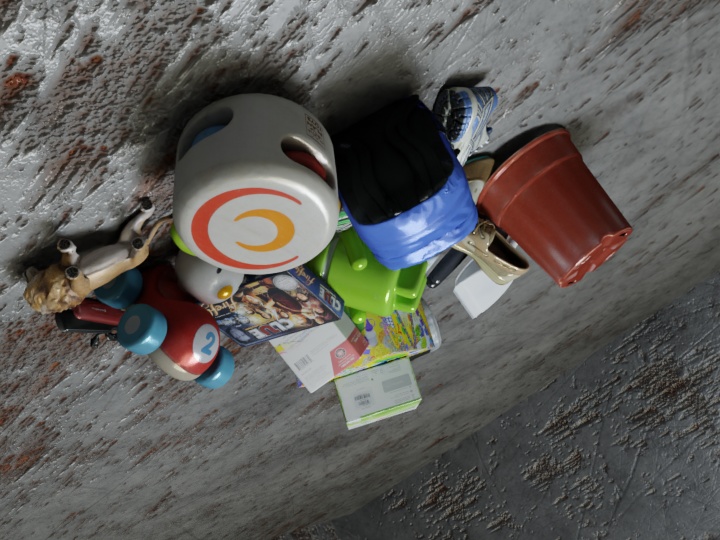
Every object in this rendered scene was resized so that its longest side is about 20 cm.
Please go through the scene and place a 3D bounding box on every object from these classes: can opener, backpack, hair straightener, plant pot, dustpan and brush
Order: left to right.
[{"bbox_3d":[-0.367,0.079,1.225,0.077,0.041,0.200,-36,160,20],"label":"hair straightener"},{"bbox_3d":[0.063,-0.098,1.048,0.162,0.201,0.168,-32,129,7],"label":"backpack"},{"bbox_3d":[0.186,-0.041,1.469,0.200,0.079,0.064,-41,166,-26],"label":"can opener"},{"bbox_3d":[0.249,-0.016,1.483,0.199,0.057,0.140,-37,145,4],"label":"dustpan and brush"},{"bbox_3d":[0.326,-0.092,1.371,0.200,0.196,0.201,-32,160,-13],"label":"plant pot"}]

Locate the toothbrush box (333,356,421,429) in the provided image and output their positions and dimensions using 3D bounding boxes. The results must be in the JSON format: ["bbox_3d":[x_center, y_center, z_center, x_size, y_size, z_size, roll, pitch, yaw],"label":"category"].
[{"bbox_3d":[0.031,0.236,1.584,0.145,0.087,0.200,-17,168,-4],"label":"toothbrush box"}]

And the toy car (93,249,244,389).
[{"bbox_3d":[-0.213,0.027,1.127,0.200,0.177,0.184,-43,143,5],"label":"toy car"}]

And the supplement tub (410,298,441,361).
[{"bbox_3d":[0.053,0.140,1.696,0.199,0.123,0.123,-23,157,-11],"label":"supplement tub"}]

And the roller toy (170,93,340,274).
[{"bbox_3d":[-0.115,-0.099,0.943,0.198,0.141,0.183,0,143,-8],"label":"roller toy"}]

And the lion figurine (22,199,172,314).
[{"bbox_3d":[-0.319,-0.011,1.034,0.199,0.073,0.123,-22,165,-24],"label":"lion figurine"}]

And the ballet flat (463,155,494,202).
[{"bbox_3d":[0.135,-0.117,1.304,0.199,0.073,0.068,-19,155,-19],"label":"ballet flat"}]

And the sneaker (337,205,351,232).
[{"bbox_3d":[-0.054,-0.077,1.174,0.199,0.078,0.085,-16,156,-27],"label":"sneaker"}]

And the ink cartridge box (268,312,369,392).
[{"bbox_3d":[-0.094,0.085,1.381,0.116,0.200,0.068,-36,-175,21],"label":"ink cartridge box"}]

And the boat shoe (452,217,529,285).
[{"bbox_3d":[0.197,-0.059,1.378,0.064,0.200,0.072,-31,-154,49],"label":"boat shoe"}]

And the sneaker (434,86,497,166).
[{"bbox_3d":[0.144,-0.182,1.176,0.085,0.077,0.200,-22,158,-23],"label":"sneaker"}]

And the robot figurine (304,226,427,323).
[{"bbox_3d":[0.000,0.000,1.282,0.199,0.116,0.176,16,150,11],"label":"robot figurine"}]

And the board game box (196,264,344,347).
[{"bbox_3d":[-0.143,0.050,1.253,0.199,0.035,0.135,-18,137,31],"label":"board game box"}]

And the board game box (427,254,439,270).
[{"bbox_3d":[0.052,-0.025,1.449,0.199,0.041,0.200,-11,152,-33],"label":"board game box"}]

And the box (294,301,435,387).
[{"bbox_3d":[-0.002,0.118,1.513,0.199,0.123,0.192,-23,168,25],"label":"box"}]
